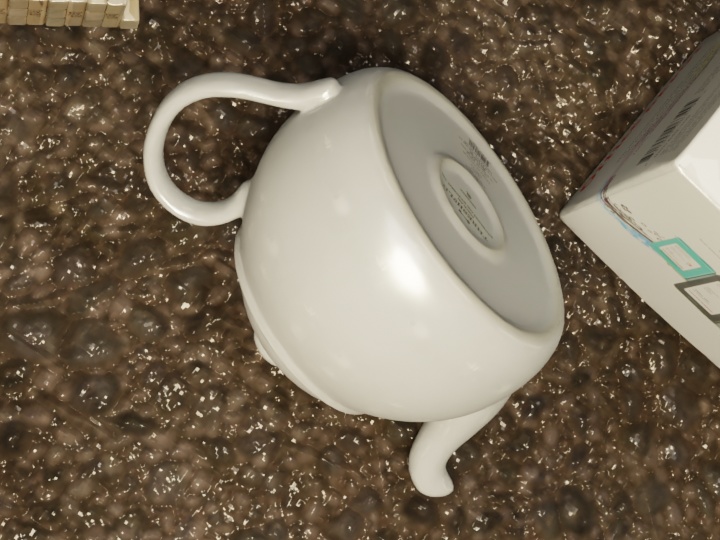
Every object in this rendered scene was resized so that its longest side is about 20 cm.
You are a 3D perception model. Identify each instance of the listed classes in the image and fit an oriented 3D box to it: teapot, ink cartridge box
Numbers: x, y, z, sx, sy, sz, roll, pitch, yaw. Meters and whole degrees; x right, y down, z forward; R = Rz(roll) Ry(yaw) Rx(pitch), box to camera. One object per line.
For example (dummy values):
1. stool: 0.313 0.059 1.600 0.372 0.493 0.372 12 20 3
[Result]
1. teapot: 0.000 0.000 1.059 0.145 0.197 0.201 -32 65 24
2. ink cartridge box: 0.226 -0.046 1.077 0.146 0.200 0.147 42 79 -5

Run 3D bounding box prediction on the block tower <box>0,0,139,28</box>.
1. block tower: -0.212 -0.159 1.047 0.198 0.058 0.055 0 84 -12
